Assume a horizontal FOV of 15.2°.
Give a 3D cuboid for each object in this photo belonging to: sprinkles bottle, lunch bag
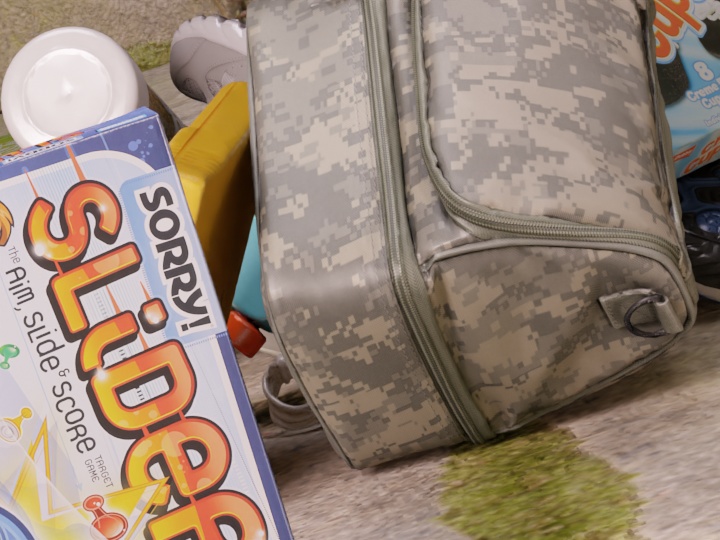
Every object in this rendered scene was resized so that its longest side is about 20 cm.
[{"bbox_3d":[-0.129,-0.068,1.393,0.068,0.069,0.200,-17,-11,4],"label":"sprinkles bottle"},{"bbox_3d":[0.049,-0.038,1.112,0.167,0.140,0.201,-13,47,10],"label":"lunch bag"}]

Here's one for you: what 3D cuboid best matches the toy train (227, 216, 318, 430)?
[{"bbox_3d":[-0.094,0.034,1.289,0.199,0.151,0.056,-5,-22,21],"label":"toy train"}]

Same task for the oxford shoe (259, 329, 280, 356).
[{"bbox_3d":[0.000,0.000,1.314,0.058,0.076,0.200,15,-16,-41],"label":"oxford shoe"}]

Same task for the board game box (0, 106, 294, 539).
[{"bbox_3d":[-0.095,0.067,0.808,0.135,0.201,0.034,-20,11,-9],"label":"board game box"}]

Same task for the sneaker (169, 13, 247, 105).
[{"bbox_3d":[-0.040,-0.074,1.321,0.075,0.082,0.200,15,4,-34],"label":"sneaker"}]

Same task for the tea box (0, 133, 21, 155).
[{"bbox_3d":[-0.245,0.015,1.501,0.199,0.134,0.197,-15,10,17],"label":"tea box"}]

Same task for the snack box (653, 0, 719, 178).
[{"bbox_3d":[0.161,-0.115,1.264,0.200,0.116,0.037,-25,-21,-36],"label":"snack box"}]

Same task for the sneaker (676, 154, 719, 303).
[{"bbox_3d":[0.127,-0.020,1.270,0.075,0.077,0.200,-18,27,-26],"label":"sneaker"}]

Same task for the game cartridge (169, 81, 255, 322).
[{"bbox_3d":[-0.080,0.022,1.119,0.032,0.177,0.200,16,14,4],"label":"game cartridge"}]
